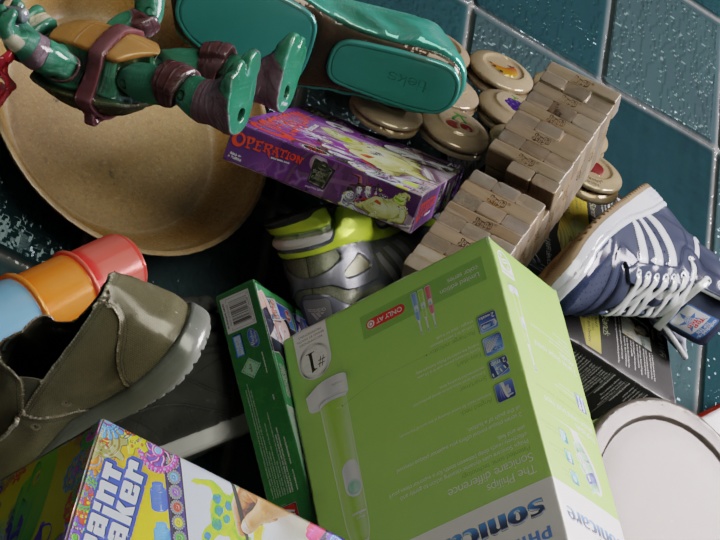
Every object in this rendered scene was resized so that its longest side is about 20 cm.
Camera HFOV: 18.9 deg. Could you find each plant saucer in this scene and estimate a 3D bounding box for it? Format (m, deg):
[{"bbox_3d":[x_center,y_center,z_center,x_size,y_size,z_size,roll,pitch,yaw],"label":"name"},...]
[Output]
[{"bbox_3d":[-0.148,-0.096,1.341,0.200,0.035,0.200,18,59,-31],"label":"plant saucer"}]

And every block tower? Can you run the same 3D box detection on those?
[{"bbox_3d":[0.095,-0.043,1.365,0.054,0.058,0.200,28,56,14],"label":"block tower"}]

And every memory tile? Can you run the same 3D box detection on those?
[{"bbox_3d":[0.081,-0.116,1.481,0.200,0.017,0.153,16,33,-17],"label":"memory tile"}]

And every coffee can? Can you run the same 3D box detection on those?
[{"bbox_3d":[0.124,0.177,1.316,0.146,0.200,0.146,17,60,-32],"label":"coffee can"}]

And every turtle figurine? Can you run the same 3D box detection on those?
[{"bbox_3d":[-0.141,-0.134,1.251,0.200,0.101,0.150,19,40,17],"label":"turtle figurine"}]

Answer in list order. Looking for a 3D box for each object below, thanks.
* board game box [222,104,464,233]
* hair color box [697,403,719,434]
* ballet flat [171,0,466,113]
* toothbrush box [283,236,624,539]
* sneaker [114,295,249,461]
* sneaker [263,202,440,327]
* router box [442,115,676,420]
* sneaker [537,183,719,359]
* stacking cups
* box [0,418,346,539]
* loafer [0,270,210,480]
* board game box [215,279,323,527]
[{"bbox_3d":[-0.005,-0.066,1.337,0.120,0.032,0.200,18,10,7],"label":"board game box"},{"bbox_3d":[0.238,0.155,1.512,0.200,0.061,0.102,-21,82,-43],"label":"hair color box"},{"bbox_3d":[-0.029,-0.151,1.391,0.200,0.067,0.070,16,28,-13],"label":"ballet flat"},{"bbox_3d":[0.052,0.106,1.210,0.086,0.146,0.200,37,33,-47],"label":"toothbrush box"},{"bbox_3d":[-0.138,0.073,1.248,0.200,0.071,0.099,-21,83,-49],"label":"sneaker"},{"bbox_3d":[0.000,0.000,1.367,0.200,0.074,0.081,-4,85,-64],"label":"sneaker"},{"bbox_3d":[0.132,0.001,1.470,0.157,0.052,0.200,32,35,-23],"label":"router box"},{"bbox_3d":[0.183,0.013,1.400,0.109,0.070,0.200,48,28,5],"label":"sneaker"},{"bbox_3d":[-0.201,0.035,1.205,0.200,0.061,0.061,-27,87,-37],"label":"stacking cups"},{"bbox_3d":[-0.117,0.193,1.115,0.193,0.200,0.122,30,54,-24],"label":"box"},{"bbox_3d":[-0.167,0.057,1.145,0.070,0.200,0.075,45,29,-21],"label":"loafer"},{"bbox_3d":[-0.022,0.117,1.285,0.135,0.029,0.200,38,33,-60],"label":"board game box"}]
